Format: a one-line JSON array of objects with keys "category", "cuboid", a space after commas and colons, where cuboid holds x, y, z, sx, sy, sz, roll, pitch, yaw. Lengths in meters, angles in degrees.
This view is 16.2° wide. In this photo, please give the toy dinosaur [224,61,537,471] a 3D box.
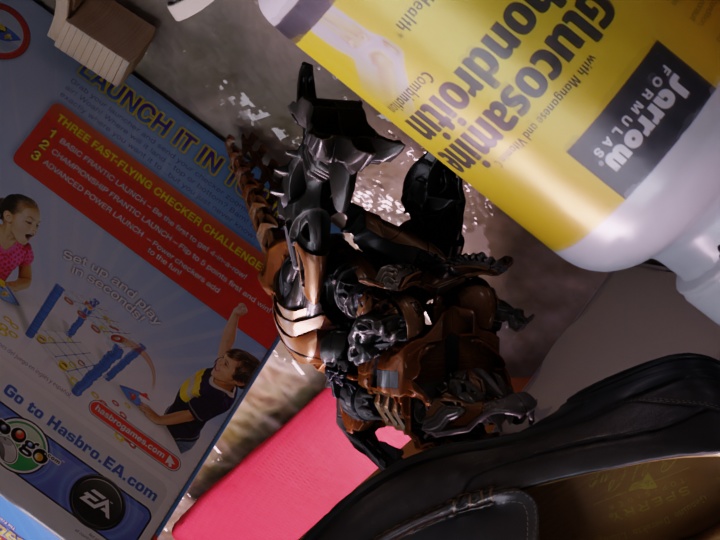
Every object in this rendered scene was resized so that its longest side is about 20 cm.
[{"category": "toy dinosaur", "cuboid": [0.000, 0.000, 0.944, 0.199, 0.102, 0.137, 29, 120, 27]}]

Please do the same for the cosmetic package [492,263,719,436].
[{"category": "cosmetic package", "cuboid": [0.132, 0.107, 0.991, 0.071, 0.105, 0.201, 10, 138, 38]}]

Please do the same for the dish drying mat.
[{"category": "dish drying mat", "cuboid": [-0.013, 0.098, 1.148, 0.077, 0.018, 0.200, 37, 139, -9]}]

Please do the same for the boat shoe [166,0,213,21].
[{"category": "boat shoe", "cuboid": [-0.023, -0.163, 0.829, 0.067, 0.072, 0.200, 35, 131, -6]}]

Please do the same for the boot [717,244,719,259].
[{"category": "boot", "cuboid": [0.231, 0.016, 0.814, 0.199, 0.066, 0.165, -24, 134, 3]}]

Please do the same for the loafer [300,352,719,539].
[{"category": "loafer", "cuboid": [0.051, 0.093, 0.848, 0.073, 0.199, 0.072, 60, 178, -17]}]

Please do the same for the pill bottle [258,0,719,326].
[{"category": "pill bottle", "cuboid": [0.072, -0.072, 0.844, 0.200, 0.112, 0.112, 38, 140, -7]}]

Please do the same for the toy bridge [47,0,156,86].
[{"category": "toy bridge", "cuboid": [-0.082, -0.152, 0.928, 0.067, 0.027, 0.200, 33, 139, 0]}]

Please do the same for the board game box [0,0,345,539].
[{"category": "board game box", "cuboid": [-0.135, 0.004, 0.990, 0.199, 0.196, 0.056, 37, 141, -5]}]

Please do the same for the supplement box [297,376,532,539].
[{"category": "supplement box", "cuboid": [0.034, 0.110, 0.981, 0.066, 0.200, 0.069, -4, 109, 36]}]
